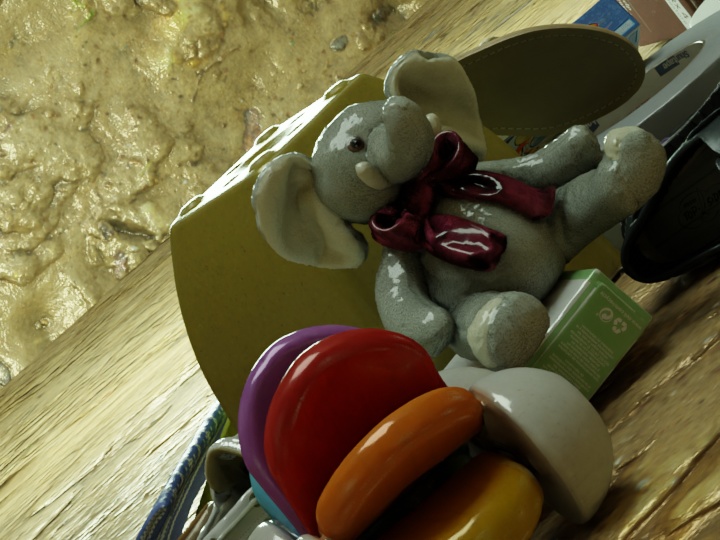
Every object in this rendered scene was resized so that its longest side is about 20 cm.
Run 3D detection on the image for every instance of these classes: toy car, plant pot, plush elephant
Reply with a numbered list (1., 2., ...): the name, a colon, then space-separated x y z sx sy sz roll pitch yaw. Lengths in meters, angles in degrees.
1. toy car: 0.007 0.094 1.233 0.175 0.150 0.200 -41 8 -12
2. plant pot: 0.000 0.000 1.606 0.194 0.200 0.195 -45 10 -38
3. plush elephant: 0.040 -0.040 1.405 0.165 0.155 0.200 -50 9 -20

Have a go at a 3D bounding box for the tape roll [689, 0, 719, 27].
1. tape roll: 0.335 -0.230 1.948 0.202 0.037 0.203 -37 9 7

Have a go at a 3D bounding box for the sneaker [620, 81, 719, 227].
1. sneaker: 0.231 -0.091 1.537 0.200 0.076 0.088 -38 2 7

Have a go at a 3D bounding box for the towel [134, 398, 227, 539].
1. towel: -0.128 0.167 1.707 0.145 0.024 0.200 -63 -1 24

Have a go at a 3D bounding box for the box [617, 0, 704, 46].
1. box: 0.286 -0.317 2.180 0.200 0.166 0.164 -40 9 -11

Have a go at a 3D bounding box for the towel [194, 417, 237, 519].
1. towel: -0.072 0.073 1.726 0.086 0.018 0.201 24 -97 -78

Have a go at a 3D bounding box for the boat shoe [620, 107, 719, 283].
1. boat shoe: 0.209 -0.053 1.415 0.199 0.075 0.066 -33 12 41

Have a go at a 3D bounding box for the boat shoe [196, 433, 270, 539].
1. boat shoe: -0.052 0.114 1.443 0.071 0.069 0.200 -46 12 39

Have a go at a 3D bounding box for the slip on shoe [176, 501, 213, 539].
1. slip on shoe: -0.138 0.211 1.559 0.200 0.061 0.076 -35 9 24

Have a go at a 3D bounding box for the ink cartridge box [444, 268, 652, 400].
1. ink cartridge box: 0.060 0.087 1.414 0.200 0.048 0.145 -51 10 -9

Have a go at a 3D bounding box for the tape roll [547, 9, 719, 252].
1. tape roll: 0.201 -0.092 1.690 0.200 0.066 0.200 -39 7 6

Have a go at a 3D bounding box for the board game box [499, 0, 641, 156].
1. board game box: 0.134 -0.099 1.829 0.135 0.034 0.200 -41 -18 -10

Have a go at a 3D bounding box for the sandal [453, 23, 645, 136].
1. sandal: 0.077 -0.123 1.700 0.211 0.078 0.070 -19 29 7
